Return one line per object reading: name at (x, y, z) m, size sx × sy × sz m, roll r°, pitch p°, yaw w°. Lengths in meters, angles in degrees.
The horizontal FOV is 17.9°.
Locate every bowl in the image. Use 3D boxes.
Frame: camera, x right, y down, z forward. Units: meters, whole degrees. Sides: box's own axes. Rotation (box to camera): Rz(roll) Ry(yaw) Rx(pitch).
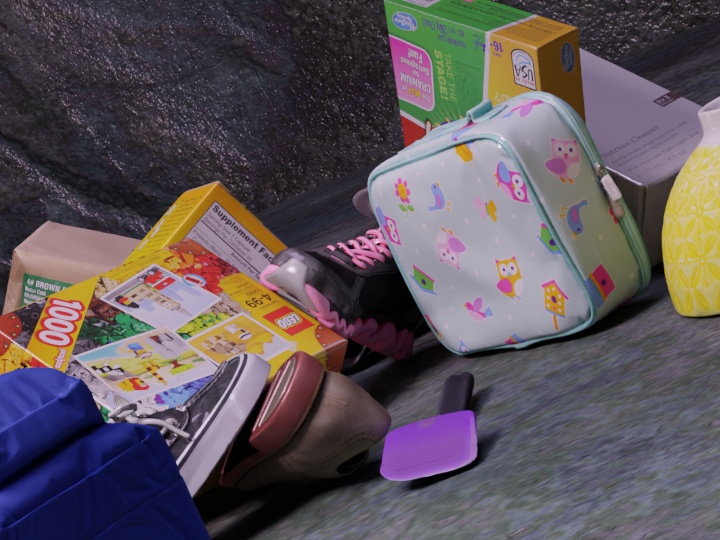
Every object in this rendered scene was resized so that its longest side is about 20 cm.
bowl at (0.260, -0.062, 1.369) m, size 0.200 × 0.108 × 0.200 m, roll -24°, pitch 6°, yaw 3°

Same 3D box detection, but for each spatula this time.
spatula at (0.048, 0.087, 1.333) m, size 0.056 × 0.021 × 0.200 m, roll -15°, pitch 6°, yaw 10°

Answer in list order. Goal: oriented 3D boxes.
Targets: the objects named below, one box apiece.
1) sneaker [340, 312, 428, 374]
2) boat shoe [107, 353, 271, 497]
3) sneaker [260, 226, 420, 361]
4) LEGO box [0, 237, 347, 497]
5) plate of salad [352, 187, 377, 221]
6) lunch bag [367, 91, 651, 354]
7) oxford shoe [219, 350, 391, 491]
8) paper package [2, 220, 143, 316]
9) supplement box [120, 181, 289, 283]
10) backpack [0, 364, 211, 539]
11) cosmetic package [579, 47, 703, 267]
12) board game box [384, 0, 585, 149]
sneaker at (0.003, 0.033, 1.738) m, size 0.199 × 0.074 × 0.087 m, roll -26°, pitch 10°, yaw 4°
boat shoe at (-0.123, 0.110, 1.327) m, size 0.199 × 0.068 × 0.074 m, roll -54°, pitch 1°, yaw -33°
sneaker at (0.000, 0.000, 1.603) m, size 0.096 × 0.079 × 0.200 m, roll -57°, pitch -23°, yaw 4°
LEGO box at (-0.131, 0.070, 1.493) m, size 0.200 × 0.149 × 0.077 m, roll -26°, pitch -40°, yaw -50°
plate of salad at (0.094, -0.051, 1.776) m, size 0.199 × 0.048 × 0.200 m, roll 6°, pitch -11°, yaw 1°
lunch bag at (0.096, -0.033, 1.508) m, size 0.077 × 0.161 × 0.200 m, roll -29°, pitch 7°, yaw -31°
oxford shoe at (-0.035, 0.107, 1.376) m, size 0.071 × 0.075 × 0.200 m, roll -66°, pitch 6°, yaw -17°
paper package at (-0.185, 0.036, 1.883) m, size 0.199 × 0.104 × 0.191 m, roll 12°, pitch 8°, yaw -1°
supplement box at (-0.143, 0.045, 1.710) m, size 0.200 × 0.109 × 0.109 m, roll -50°, pitch 13°, yaw -14°
backpack at (-0.193, 0.149, 1.119) m, size 0.200 × 0.168 × 0.162 m, roll -25°, pitch -2°, yaw 34°
cosmetic package at (0.163, -0.088, 1.633) m, size 0.113 × 0.081 × 0.200 m, roll -30°, pitch 45°, yaw -34°
board game box at (0.093, -0.088, 1.587) m, size 0.040 × 0.201 × 0.153 m, roll -29°, pitch 35°, yaw -32°
